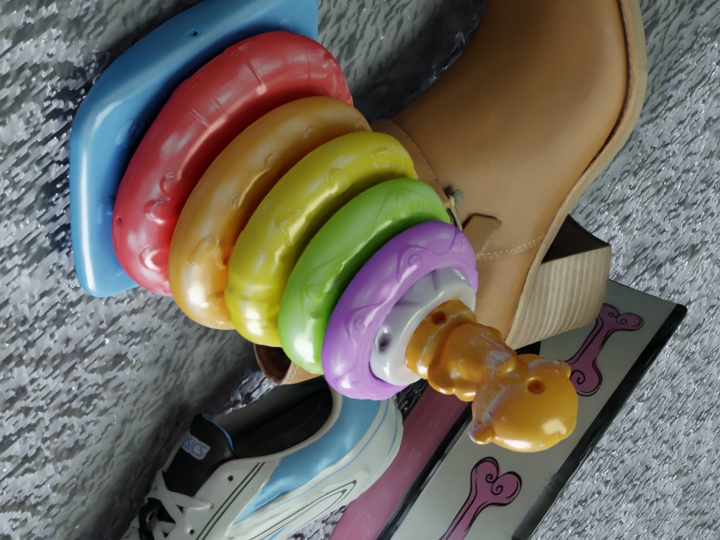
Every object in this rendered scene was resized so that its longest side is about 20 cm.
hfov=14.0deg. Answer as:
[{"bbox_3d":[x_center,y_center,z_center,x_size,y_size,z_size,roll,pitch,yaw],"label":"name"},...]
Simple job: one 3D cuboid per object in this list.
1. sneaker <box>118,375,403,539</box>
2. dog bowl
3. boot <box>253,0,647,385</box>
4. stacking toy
[{"bbox_3d":[-0.070,0.105,1.196,0.200,0.072,0.073,-44,118,-10],"label":"sneaker"},{"bbox_3d":[0.059,0.079,1.299,0.200,0.074,0.200,-55,175,-7],"label":"dog bowl"},{"bbox_3d":[0.030,-0.050,1.153,0.154,0.074,0.201,-11,111,-30],"label":"boot"},{"bbox_3d":[0.000,0.000,1.015,0.116,0.200,0.110,-36,149,-28],"label":"stacking toy"}]
